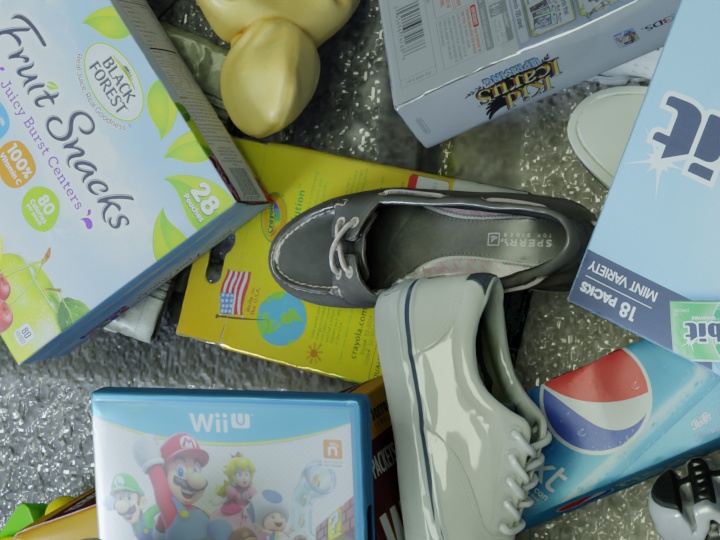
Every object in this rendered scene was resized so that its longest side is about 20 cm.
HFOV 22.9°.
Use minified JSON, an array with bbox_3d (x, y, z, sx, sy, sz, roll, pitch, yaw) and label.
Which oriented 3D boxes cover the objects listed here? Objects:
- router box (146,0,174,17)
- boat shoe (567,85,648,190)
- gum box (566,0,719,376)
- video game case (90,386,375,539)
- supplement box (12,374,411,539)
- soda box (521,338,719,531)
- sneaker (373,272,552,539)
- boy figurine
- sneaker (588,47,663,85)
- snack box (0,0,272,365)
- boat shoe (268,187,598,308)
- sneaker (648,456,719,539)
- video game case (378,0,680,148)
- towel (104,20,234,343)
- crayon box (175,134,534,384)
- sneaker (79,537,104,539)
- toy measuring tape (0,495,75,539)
[{"bbox_3d":[-0.207,-0.213,1.147,0.200,0.049,0.180,-42,69,13],"label":"router box"},{"bbox_3d":[0.200,-0.035,0.940,0.199,0.062,0.073,25,73,22],"label":"boat shoe"},{"bbox_3d":[0.211,-0.042,0.846,0.169,0.044,0.201,27,110,22],"label":"gum box"},{"bbox_3d":[-0.061,0.159,0.874,0.142,0.018,0.202,0,97,18],"label":"video game case"},{"bbox_3d":[-0.043,0.187,0.952,0.196,0.133,0.201,-21,91,19],"label":"supplement box"},{"bbox_3d":[0.141,0.080,0.949,0.199,0.068,0.065,-26,74,18],"label":"soda box"},{"bbox_3d":[0.060,0.098,0.897,0.070,0.073,0.202,-16,86,27],"label":"sneaker"},{"bbox_3d":[-0.051,-0.172,1.047,0.064,0.123,0.202,143,124,-58],"label":"boy figurine"},{"bbox_3d":[0.170,-0.133,0.960,0.199,0.080,0.074,17,91,26],"label":"sneaker"},{"bbox_3d":[-0.175,-0.075,1.035,0.168,0.068,0.201,-34,83,15],"label":"snack box"},{"bbox_3d":[0.034,-0.015,0.958,0.198,0.057,0.067,-1,83,23],"label":"boat shoe"},{"bbox_3d":[0.250,0.131,0.903,0.198,0.075,0.082,-8,106,15],"label":"sneaker"},{"bbox_3d":[0.096,-0.184,0.976,0.180,0.045,0.201,-23,50,20],"label":"video game case"},{"bbox_3d":[-0.180,-0.074,1.097,0.199,0.035,0.194,22,98,9],"label":"towel"},{"bbox_3d":[0.000,0.000,1.029,0.199,0.051,0.128,14,89,23],"label":"crayon box"},{"bbox_3d":[-0.070,0.215,0.837,0.112,0.071,0.201,-12,102,23],"label":"sneaker"},{"bbox_3d":[-0.221,0.226,1.085,0.073,0.073,0.201,37,98,23],"label":"toy measuring tape"}]
